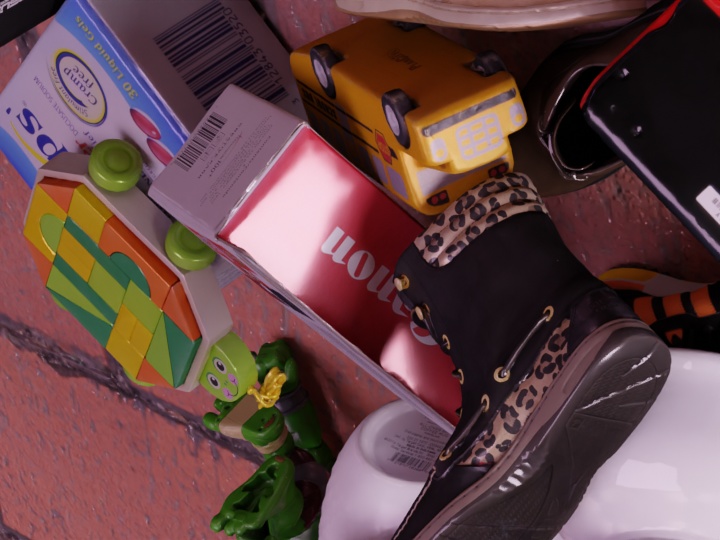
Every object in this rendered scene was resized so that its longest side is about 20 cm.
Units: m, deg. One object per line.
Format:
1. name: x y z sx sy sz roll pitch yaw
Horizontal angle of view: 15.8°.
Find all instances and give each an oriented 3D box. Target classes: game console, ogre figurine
1. game console: 0.224 -0.065 1.162 0.200 0.177 0.031 47 -172 11
2. ogre figurine: -0.045 0.155 1.714 0.120 0.098 0.200 57 -175 -37

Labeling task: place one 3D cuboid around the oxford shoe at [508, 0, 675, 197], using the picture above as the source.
1. oxford shoe: 0.114 -0.080 1.352 0.073 0.084 0.200 51 149 0

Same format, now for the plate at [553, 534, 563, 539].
1. plate: 0.085 0.234 1.535 0.199 0.032 0.200 -16 120 24

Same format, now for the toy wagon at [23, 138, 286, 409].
1. toy wagon: -0.128 0.015 1.598 0.200 0.039 0.155 45 147 13

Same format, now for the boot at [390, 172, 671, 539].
1. boot: 0.061 0.060 1.344 0.200 0.073 0.151 -54 45 26

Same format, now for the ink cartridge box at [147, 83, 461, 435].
1. ink cartridge box: 0.000 0.000 1.454 0.200 0.084 0.175 40 177 -25

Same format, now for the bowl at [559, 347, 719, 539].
1. bowl: 0.177 0.127 1.369 0.199 0.091 0.202 12 151 7

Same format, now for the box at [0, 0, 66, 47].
1. box: -0.237 -0.248 1.571 0.200 0.163 0.086 42 146 16

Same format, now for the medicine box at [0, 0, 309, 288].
1. medicine box: -0.122 -0.083 1.632 0.183 0.103 0.200 52 147 3

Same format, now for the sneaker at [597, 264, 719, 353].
1. sneaker: 0.173 0.044 1.382 0.199 0.090 0.070 -1 119 53

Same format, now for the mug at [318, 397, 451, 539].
1. mug: 0.064 0.181 1.599 0.199 0.147 0.176 26 135 35

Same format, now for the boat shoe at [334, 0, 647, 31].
1. boat shoe: 0.062 -0.163 1.353 0.199 0.073 0.070 9 103 41

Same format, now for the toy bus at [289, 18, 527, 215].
1. toy bus: 0.026 -0.088 1.411 0.200 0.065 0.079 39 149 62
